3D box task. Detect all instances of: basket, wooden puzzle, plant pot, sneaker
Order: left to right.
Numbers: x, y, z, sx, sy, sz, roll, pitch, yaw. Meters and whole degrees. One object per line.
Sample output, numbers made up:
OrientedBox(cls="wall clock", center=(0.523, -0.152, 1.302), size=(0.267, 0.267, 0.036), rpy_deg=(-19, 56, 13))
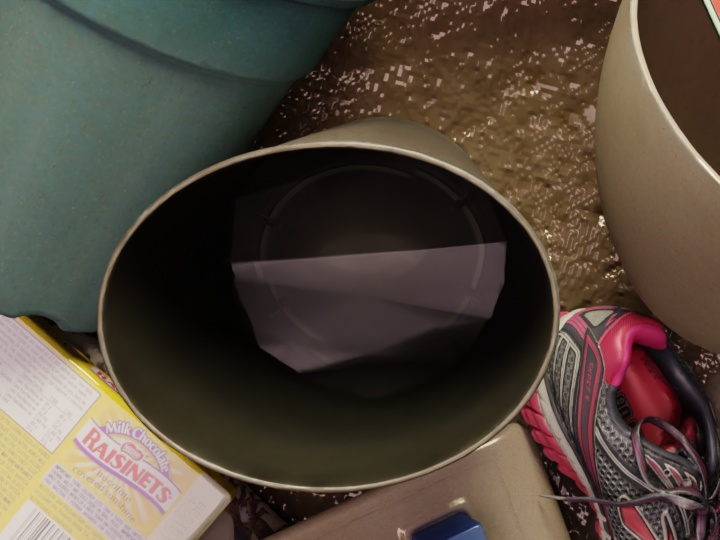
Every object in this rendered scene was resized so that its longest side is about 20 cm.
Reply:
OrientedBox(cls="plant pot", center=(-0.122, -0.093, 0.844), size=(0.200, 0.200, 0.197), rpy_deg=(33, 111, 5))
OrientedBox(cls="basket", center=(0.000, 0.000, 0.814), size=(0.179, 0.200, 0.137), rpy_deg=(-5, 100, 9))
OrientedBox(cls="wooden puzzle", center=(0.028, 0.190, 0.848), size=(0.199, 0.046, 0.186), rpy_deg=(-24, 100, -18))
OrientedBox(cls="sneaker", center=(0.141, 0.108, 0.850), size=(0.081, 0.075, 0.201), rpy_deg=(-37, 99, -26))
OrientedBox(cls="plant pot", center=(0.179, -0.039, 0.798), size=(0.200, 0.201, 0.135), rpy_deg=(34, 141, 5))

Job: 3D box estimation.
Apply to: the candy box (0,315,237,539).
OrientedBox(cls="candy box", center=(-0.164, 0.075, 0.873), size=(0.200, 0.026, 0.102), rpy_deg=(41, 94, 2))

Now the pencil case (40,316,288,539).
OrientedBox(cls="pencil case", center=(-0.131, 0.092, 0.922), size=(0.200, 0.078, 0.089), rpy_deg=(45, 77, 2))

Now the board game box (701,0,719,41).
OrientedBox(cls="board game box", center=(0.190, -0.135, 0.718), size=(0.134, 0.029, 0.201), rpy_deg=(-25, 59, 11))
